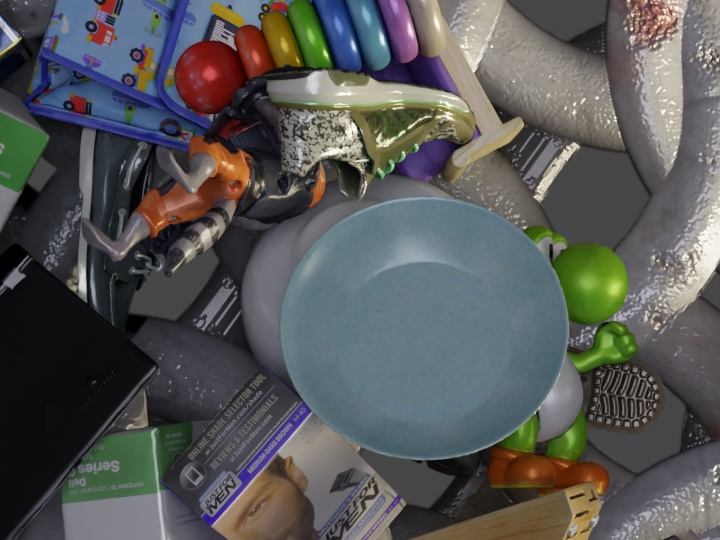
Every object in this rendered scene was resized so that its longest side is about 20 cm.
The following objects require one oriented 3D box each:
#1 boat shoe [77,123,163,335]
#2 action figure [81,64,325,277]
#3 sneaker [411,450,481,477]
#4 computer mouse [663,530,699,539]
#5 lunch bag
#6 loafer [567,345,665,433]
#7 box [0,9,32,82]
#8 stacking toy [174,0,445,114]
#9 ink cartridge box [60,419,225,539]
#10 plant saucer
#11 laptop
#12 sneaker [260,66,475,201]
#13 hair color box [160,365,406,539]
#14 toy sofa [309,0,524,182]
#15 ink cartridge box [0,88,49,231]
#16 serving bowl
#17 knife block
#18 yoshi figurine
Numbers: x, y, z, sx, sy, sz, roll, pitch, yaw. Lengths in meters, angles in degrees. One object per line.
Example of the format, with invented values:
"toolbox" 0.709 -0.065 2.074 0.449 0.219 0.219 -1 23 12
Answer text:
"boat shoe" -0.184 -0.017 1.342 0.062 0.073 0.201 -2 79 -1
"action figure" -0.102 -0.044 1.251 0.193 0.200 0.105 -18 63 -45
"sneaker" 0.028 0.065 1.326 0.200 0.076 0.116 30 74 22
"computer mouse" 0.296 0.265 1.364 0.199 0.046 0.141 -22 76 -4
"lunch bag" -0.140 -0.173 1.345 0.199 0.094 0.151 18 63 -13
"loafer" 0.138 0.086 1.357 0.199 0.068 0.076 17 82 14
"box" -0.354 -0.137 1.346 0.200 0.064 0.070 -40 88 -6
"stacking toy" -0.042 -0.170 1.280 0.199 0.085 0.086 -19 86 -2
"ink cartridge box" -0.149 0.216 1.277 0.087 0.145 0.201 -10 85 14
"plant saucer" 0.044 0.044 1.214 0.200 0.039 0.202 -1 62 2
"laptop" -0.266 0.093 1.279 0.116 0.200 0.187 42 83 -15
"sneaker" 0.004 -0.094 1.244 0.200 0.077 0.089 4 95 -46
"hair color box" -0.051 0.162 1.269 0.065 0.200 0.109 37 82 34
"toy sofa" 0.037 -0.166 1.364 0.097 0.083 0.201 -28 87 -7
"ink cartridge box" -0.317 -0.043 1.261 0.083 0.147 0.200 27 95 -26
"serving bowl" 0.000 0.000 1.305 0.199 0.066 0.201 -7 53 10
"knife block" 0.056 0.210 1.249 0.175 0.064 0.201 27 102 23
"yoshi figurine" 0.150 0.062 1.273 0.111 0.112 0.201 1 77 3
